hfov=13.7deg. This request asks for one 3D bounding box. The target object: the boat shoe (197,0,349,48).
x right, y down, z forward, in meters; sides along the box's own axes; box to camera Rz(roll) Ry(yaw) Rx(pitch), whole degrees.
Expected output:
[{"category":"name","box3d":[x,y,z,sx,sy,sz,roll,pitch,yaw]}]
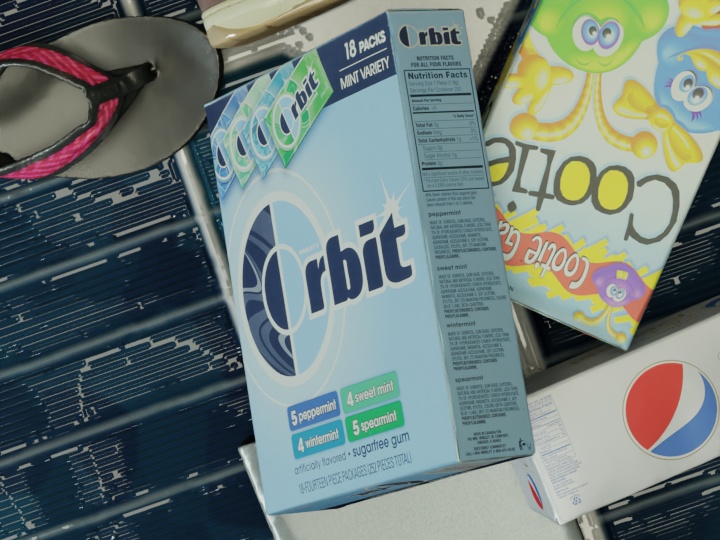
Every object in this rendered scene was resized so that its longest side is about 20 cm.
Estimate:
[{"category":"boat shoe","box3d":[0.009,-0.170,1.411,0.200,0.072,0.065,-25,94,7]}]

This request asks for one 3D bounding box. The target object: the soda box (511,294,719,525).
[{"category":"soda box","box3d":[0.165,0.050,1.408,0.200,0.068,0.064,-22,94,-7]}]

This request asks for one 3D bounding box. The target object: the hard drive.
[{"category":"hard drive","box3d":[0.042,0.150,1.453,0.139,0.033,0.200,-22,93,4]}]

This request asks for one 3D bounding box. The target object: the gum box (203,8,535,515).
[{"category":"gum box","box3d":[0.000,0.000,1.360,0.044,0.170,0.200,-3,80,-32]}]

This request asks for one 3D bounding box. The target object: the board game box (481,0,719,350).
[{"category":"board game box","box3d":[0.115,-0.078,1.397,0.103,0.105,0.200,23,94,0]}]

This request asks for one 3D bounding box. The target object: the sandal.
[{"category":"sandal","box3d":[-0.163,-0.075,1.436,0.200,0.045,0.075,-10,94,3]}]
